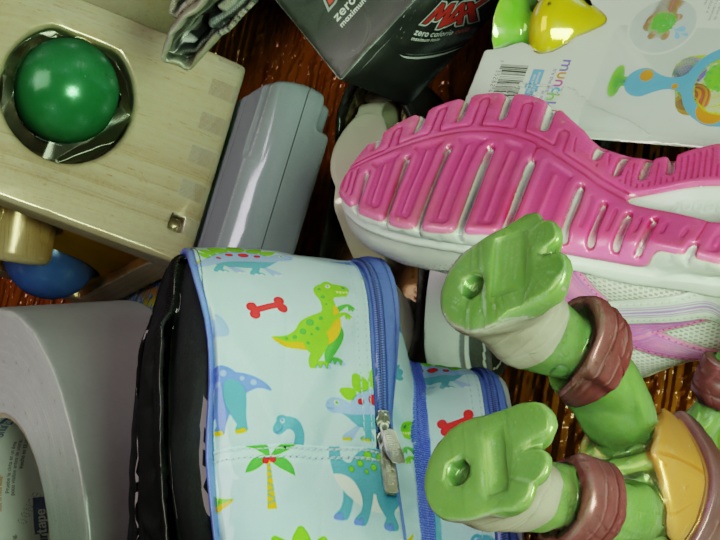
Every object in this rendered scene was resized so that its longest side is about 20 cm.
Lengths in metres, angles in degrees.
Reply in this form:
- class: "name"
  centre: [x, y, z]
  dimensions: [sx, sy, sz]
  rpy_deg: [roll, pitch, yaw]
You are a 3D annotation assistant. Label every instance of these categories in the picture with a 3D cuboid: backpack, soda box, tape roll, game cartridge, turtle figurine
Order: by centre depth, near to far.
- class: "turtle figurine"
  centre: [0.124, 0.063, 0.797]
  dimensions: [0.200, 0.193, 0.145]
  rpy_deg: [28, 89, 50]
- class: "backpack"
  centre: [-0.018, 0.096, 0.943]
  dimensions: [0.183, 0.146, 0.201]
  rpy_deg: [123, 143, -67]
- class: "soda box"
  centre: [0.053, -0.167, 1.034]
  dimensions: [0.200, 0.063, 0.071]
  rpy_deg: [-47, 64, 16]
- class: "tape roll"
  centre: [-0.130, 0.115, 1.102]
  dimensions: [0.200, 0.066, 0.202]
  rpy_deg: [9, 100, 63]
- class: "game cartridge"
  centre: [-0.075, -0.008, 1.149]
  dimensions: [0.200, 0.040, 0.134]
  rpy_deg: [159, 126, -68]

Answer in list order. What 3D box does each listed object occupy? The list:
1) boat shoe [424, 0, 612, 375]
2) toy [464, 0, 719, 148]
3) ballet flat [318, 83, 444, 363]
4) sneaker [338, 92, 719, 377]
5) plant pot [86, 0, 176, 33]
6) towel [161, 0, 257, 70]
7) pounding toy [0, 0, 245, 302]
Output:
- class: "boat shoe"
  centre: [0.080, -0.044, 1.014]
  dimensions: [0.056, 0.069, 0.201]
  rpy_deg: [14, 80, 24]
- class: "toy"
  centre: [0.148, -0.083, 0.949]
  dimensions: [0.199, 0.047, 0.116]
  rpy_deg: [9, 60, 26]
- class: "ballet flat"
  centre: [0.000, 0.000, 1.072]
  dimensions: [0.068, 0.068, 0.201]
  rpy_deg: [-8, 62, 24]
- class: "sneaker"
  centre: [0.084, -0.003, 0.915]
  dimensions: [0.199, 0.089, 0.082]
  rpy_deg: [14, 48, 24]
- class: "plant pot"
  centre: [-0.111, -0.191, 1.255]
  dimensions: [0.199, 0.187, 0.188]
  rpy_deg: [-19, 54, 27]
- class: "towel"
  centre: [-0.009, -0.197, 1.043]
  dimensions: [0.192, 0.034, 0.201]
  rpy_deg: [-39, 21, 34]
- class: "pounding toy"
  centre: [-0.170, -0.051, 1.119]
  dimensions: [0.200, 0.183, 0.143]
  rpy_deg: [-21, 51, 67]
